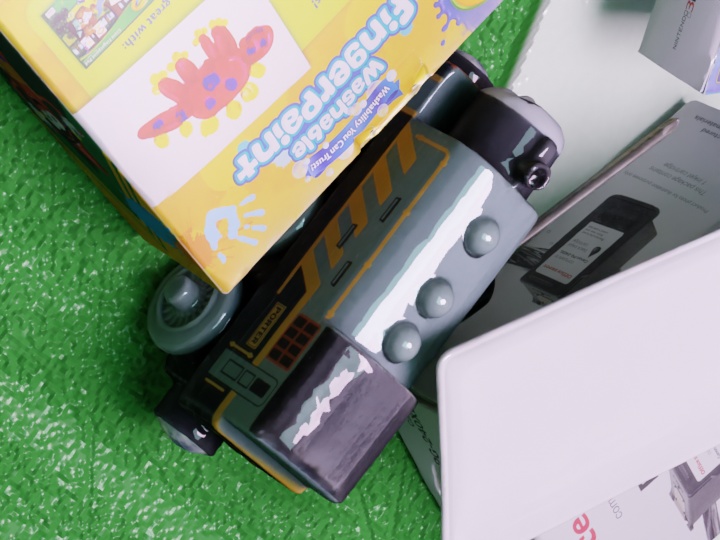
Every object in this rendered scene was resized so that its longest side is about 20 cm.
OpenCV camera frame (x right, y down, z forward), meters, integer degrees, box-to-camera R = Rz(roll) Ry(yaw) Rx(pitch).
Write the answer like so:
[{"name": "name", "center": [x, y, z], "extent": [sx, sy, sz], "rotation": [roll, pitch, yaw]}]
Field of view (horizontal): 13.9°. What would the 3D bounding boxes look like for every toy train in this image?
[{"name": "toy train", "center": [0.000, 0.000, 1.184], "extent": [0.200, 0.114, 0.085], "rotation": [-51, 130, -7]}]

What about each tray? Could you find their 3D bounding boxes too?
[{"name": "tray", "center": [0.104, 0.043, 1.216], "extent": [0.200, 0.022, 0.108], "rotation": [-23, 125, -32]}]

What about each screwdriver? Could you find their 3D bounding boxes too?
[{"name": "screwdriver", "center": [0.067, -0.019, 1.200], "extent": [0.028, 0.029, 0.200], "rotation": [-25, 166, -41]}]

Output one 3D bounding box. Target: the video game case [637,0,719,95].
[{"name": "video game case", "center": [0.223, -0.173, 1.278], "extent": [0.200, 0.045, 0.182], "rotation": [-9, 124, -43]}]

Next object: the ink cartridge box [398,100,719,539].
[{"name": "ink cartridge box", "center": [0.125, 0.047, 1.312], "extent": [0.200, 0.083, 0.145], "rotation": [-41, 127, -16]}]

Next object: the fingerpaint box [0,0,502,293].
[{"name": "fingerpaint box", "center": [-0.044, -0.122, 1.127], "extent": [0.200, 0.073, 0.167], "rotation": [-47, 128, -10]}]
